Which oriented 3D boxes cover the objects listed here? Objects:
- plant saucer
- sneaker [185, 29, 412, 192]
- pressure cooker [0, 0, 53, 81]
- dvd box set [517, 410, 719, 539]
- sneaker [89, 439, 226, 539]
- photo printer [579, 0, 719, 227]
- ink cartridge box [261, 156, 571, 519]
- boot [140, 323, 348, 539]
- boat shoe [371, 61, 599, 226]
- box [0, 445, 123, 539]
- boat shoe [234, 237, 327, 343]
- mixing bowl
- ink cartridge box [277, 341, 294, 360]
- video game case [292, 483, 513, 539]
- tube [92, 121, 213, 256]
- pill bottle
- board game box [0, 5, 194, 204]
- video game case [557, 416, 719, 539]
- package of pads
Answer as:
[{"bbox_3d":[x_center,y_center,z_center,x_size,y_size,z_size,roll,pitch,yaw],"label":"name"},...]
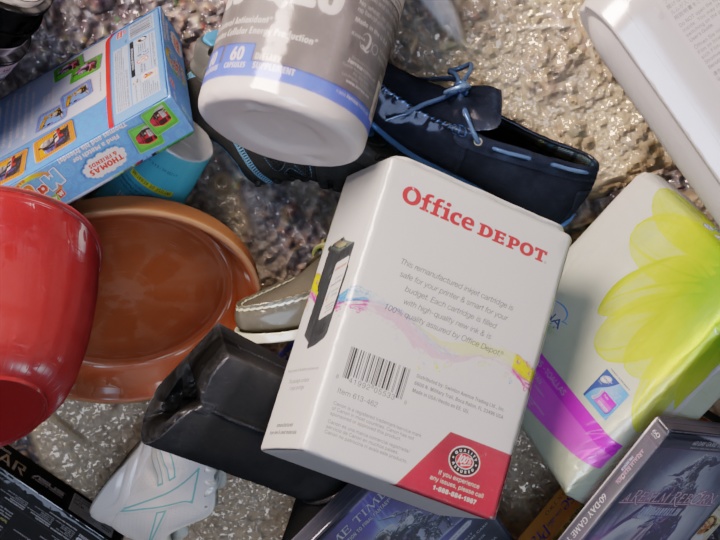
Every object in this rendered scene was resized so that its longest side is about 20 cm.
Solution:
[{"bbox_3d":[-0.170,0.020,1.090,0.199,0.032,0.201,-7,137,-7],"label":"plant saucer"},{"bbox_3d":[-0.039,-0.092,1.089,0.199,0.073,0.082,30,119,-3],"label":"sneaker"},{"bbox_3d":[-0.299,-0.189,0.981,0.200,0.177,0.178,-39,143,19],"label":"pressure cooker"},{"bbox_3d":[0.205,0.187,1.151,0.146,0.029,0.200,27,106,-38],"label":"dvd box set"},{"bbox_3d":[-0.126,0.132,1.122,0.080,0.070,0.201,35,125,2],"label":"sneaker"},{"bbox_3d":[0.259,-0.153,1.044,0.166,0.069,0.200,-37,92,-5],"label":"photo printer"},{"bbox_3d":[0.039,0.047,1.009,0.145,0.083,0.201,22,76,-19],"label":"ink cartridge box"},{"bbox_3d":[-0.070,0.144,1.065,0.200,0.066,0.165,29,94,-41],"label":"boot"},{"bbox_3d":[0.080,-0.107,1.077,0.199,0.084,0.069,26,124,-22],"label":"boat shoe"},{"bbox_3d":[-0.307,0.209,1.175,0.199,0.044,0.161,35,103,-10],"label":"box"},{"bbox_3d":[-0.001,-0.001,1.087,0.200,0.072,0.061,-18,108,-16],"label":"boat shoe"},{"bbox_3d":[-0.253,0.046,0.965,0.199,0.109,0.201,-13,149,-8],"label":"mixing bowl"},{"bbox_3d":[0.000,0.131,1.159,0.119,0.042,0.200,-42,105,11],"label":"ink cartridge box"},{"bbox_3d":[0.038,0.215,1.113,0.143,0.019,0.200,-44,130,-10],"label":"video game case"},{"bbox_3d":[-0.174,-0.027,1.097,0.077,0.050,0.200,35,123,-4],"label":"tube"},{"bbox_3d":[-0.027,-0.180,0.998,0.113,0.114,0.201,16,75,-5],"label":"pill bottle"},{"bbox_3d":[-0.210,-0.091,1.036,0.199,0.152,0.037,-28,122,7],"label":"board game box"},{"bbox_3d":[0.194,0.186,1.084,0.142,0.019,0.200,10,122,-46],"label":"video game case"},{"bbox_3d":[0.188,0.046,1.081,0.200,0.155,0.068,-47,133,12],"label":"package of pads"}]
